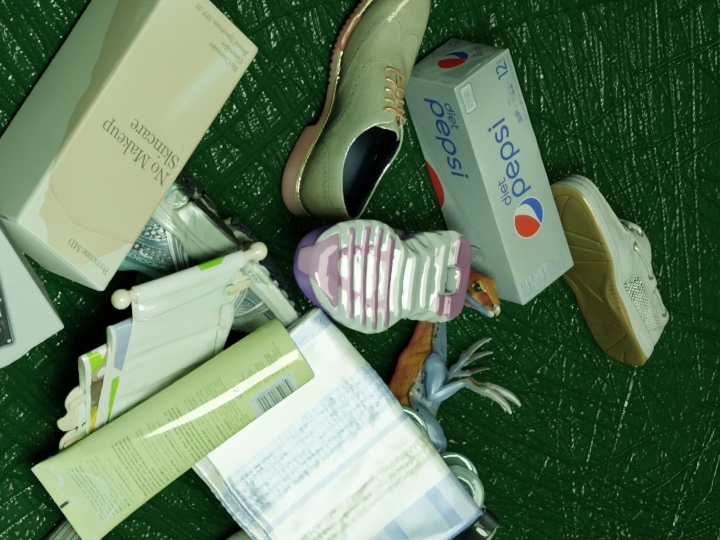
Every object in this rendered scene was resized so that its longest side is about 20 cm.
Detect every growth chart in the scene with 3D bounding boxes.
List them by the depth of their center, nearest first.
[{"bbox_3d":[-0.146,0.071,1.569,0.144,0.018,0.201,-16,142,-39],"label":"growth chart"}]

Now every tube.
[{"bbox_3d":[-0.126,0.107,1.574,0.199,0.058,0.052,-35,167,-5],"label":"tube"}]

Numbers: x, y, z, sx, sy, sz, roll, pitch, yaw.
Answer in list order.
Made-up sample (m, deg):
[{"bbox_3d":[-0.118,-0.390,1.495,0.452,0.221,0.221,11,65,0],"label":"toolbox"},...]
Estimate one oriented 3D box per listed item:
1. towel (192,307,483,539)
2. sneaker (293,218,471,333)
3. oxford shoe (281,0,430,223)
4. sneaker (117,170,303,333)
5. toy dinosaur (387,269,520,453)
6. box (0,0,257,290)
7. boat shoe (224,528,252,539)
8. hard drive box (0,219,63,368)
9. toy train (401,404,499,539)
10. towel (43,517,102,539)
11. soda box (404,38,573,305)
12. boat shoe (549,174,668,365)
[{"bbox_3d":[-0.026,0.143,1.628,0.147,0.024,0.200,-40,98,-4],"label":"towel"},{"bbox_3d":[0.000,0.000,1.673,0.200,0.088,0.081,4,96,-59],"label":"sneaker"},{"bbox_3d":[0.015,-0.124,1.675,0.071,0.074,0.201,24,86,-42],"label":"oxford shoe"},{"bbox_3d":[-0.113,0.003,1.616,0.086,0.078,0.200,-36,137,7],"label":"sneaker"},{"bbox_3d":[0.050,0.093,1.755,0.199,0.105,0.183,-6,96,-33],"label":"toy dinosaur"},{"bbox_3d":[-0.167,-0.098,1.522,0.095,0.078,0.201,40,75,-40],"label":"box"},{"bbox_3d":[-0.061,0.284,1.727,0.063,0.073,0.202,-30,113,-26],"label":"boat shoe"},{"bbox_3d":[-0.302,-0.012,1.400,0.155,0.077,0.201,-33,123,-4],"label":"hard drive box"},{"bbox_3d":[0.006,0.151,1.688,0.200,0.085,0.114,42,94,-5],"label":"toy train"},{"bbox_3d":[-0.217,0.273,1.542,0.200,0.146,0.022,-48,150,-20],"label":"towel"},{"bbox_3d":[0.098,-0.076,1.765,0.063,0.068,0.201,-37,124,-29],"label":"soda box"},{"bbox_3d":[0.206,-0.013,1.880,0.069,0.071,0.201,-48,134,-25],"label":"boat shoe"}]
